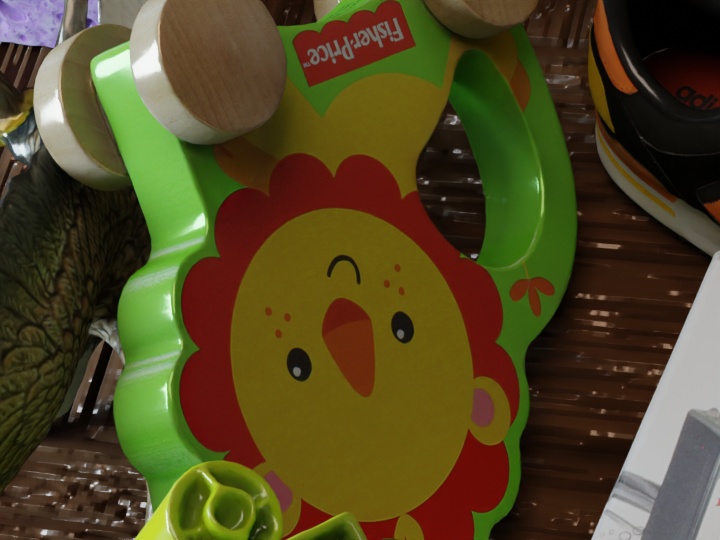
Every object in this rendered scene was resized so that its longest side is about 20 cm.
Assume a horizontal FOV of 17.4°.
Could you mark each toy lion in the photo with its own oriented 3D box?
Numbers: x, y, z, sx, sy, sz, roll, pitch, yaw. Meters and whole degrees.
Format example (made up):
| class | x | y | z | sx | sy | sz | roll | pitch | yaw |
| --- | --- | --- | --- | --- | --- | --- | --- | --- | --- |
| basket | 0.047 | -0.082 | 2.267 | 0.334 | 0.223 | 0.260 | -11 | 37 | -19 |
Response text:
| class | x | y | z | sx | sy | sz | roll | pitch | yaw |
| --- | --- | --- | --- | --- | --- | --- | --- | --- | --- |
| toy lion | 0.000 | 0.000 | 0.704 | 0.068 | 0.193 | 0.199 | -17 | 6 | 45 |

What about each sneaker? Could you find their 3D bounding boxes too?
| class | x | y | z | sx | sy | sz | roll | pitch | yaw |
| --- | --- | --- | --- | --- | --- | --- | --- | --- | --- |
| sneaker | 0.145 | -0.028 | 0.708 | 0.200 | 0.090 | 0.070 | 35 | 72 | 31 |

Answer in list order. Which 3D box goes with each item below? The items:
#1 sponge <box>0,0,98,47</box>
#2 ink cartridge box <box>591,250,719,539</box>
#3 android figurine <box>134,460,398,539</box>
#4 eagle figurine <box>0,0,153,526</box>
| class | x | y | z | sx | sy | sz | roll | pitch | yaw |
| --- | --- | --- | --- | --- | --- | --- | --- | --- | --- |
| sponge | -0.160 | -0.129 | 0.849 | 0.199 | 0.112 | 0.030 | 9 | 59 | 22 |
| ink cartridge box | 0.130 | 0.110 | 0.628 | 0.145 | 0.085 | 0.201 | 15 | 62 | 24 |
| android figurine | -0.006 | 0.138 | 0.584 | 0.041 | 0.200 | 0.183 | -22 | 76 | -26 |
| eagle figurine | -0.078 | 0.011 | 0.732 | 0.151 | 0.152 | 0.201 | -17 | 43 | -8 |
